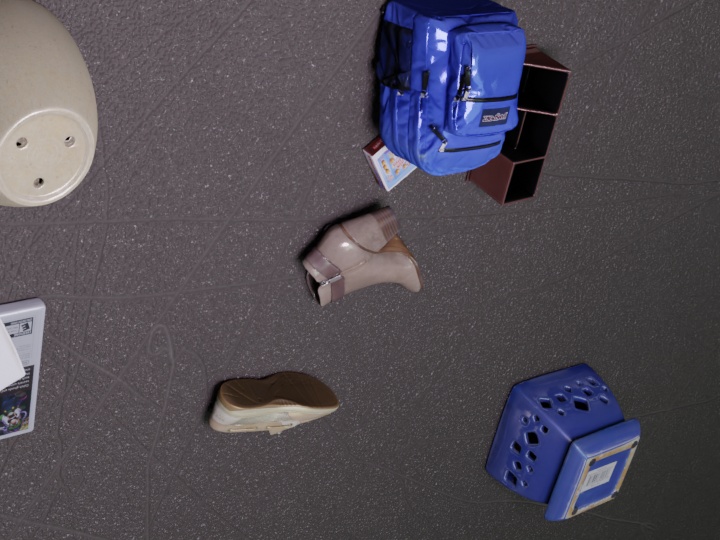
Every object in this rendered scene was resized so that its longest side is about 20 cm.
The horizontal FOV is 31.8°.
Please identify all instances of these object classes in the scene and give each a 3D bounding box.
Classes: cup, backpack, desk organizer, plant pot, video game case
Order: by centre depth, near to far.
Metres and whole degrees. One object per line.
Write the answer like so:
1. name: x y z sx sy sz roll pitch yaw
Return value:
1. cup: -0.329 -0.141 1.206 0.199 0.143 0.202 -26 137 -26
2. video game case: -0.453 0.127 1.409 0.198 0.023 0.184 -13 129 -38
3. backpack: 0.107 -0.216 1.531 0.161 0.168 0.203 -8 118 -29
4. desk organizer: 0.215 -0.197 1.728 0.071 0.077 0.202 -14 130 -35
5. plant pot: 0.362 0.307 2.207 0.198 0.180 0.202 -12 130 -37

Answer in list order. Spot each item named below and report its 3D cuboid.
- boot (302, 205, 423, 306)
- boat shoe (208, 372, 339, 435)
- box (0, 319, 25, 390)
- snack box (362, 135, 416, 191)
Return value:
1. boot: 0.000 0.000 1.706 0.145 0.070 0.201 -34 139 -7
2. boat shoe: -0.119 0.189 1.743 0.198 0.072 0.065 1 130 -41
3. box: -0.452 0.024 1.182 0.170 0.199 0.201 -32 141 -19
4. snack box: 0.093 -0.192 1.658 0.199 0.024 0.072 -41 140 -10
